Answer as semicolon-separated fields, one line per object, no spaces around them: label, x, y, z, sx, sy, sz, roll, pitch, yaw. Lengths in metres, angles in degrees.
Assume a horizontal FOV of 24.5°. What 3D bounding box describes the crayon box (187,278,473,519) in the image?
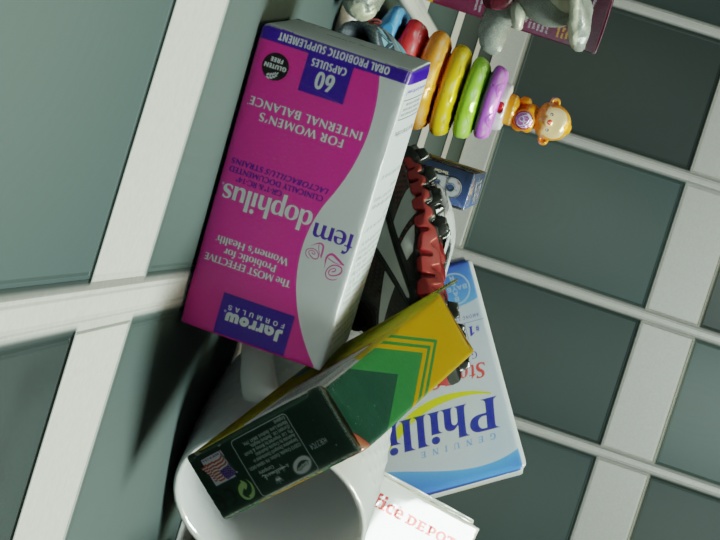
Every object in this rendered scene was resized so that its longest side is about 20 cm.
crayon box;-0.009;0.081;1.097;0.127;0.051;0.200;-30;-177;35

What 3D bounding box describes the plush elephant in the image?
plush elephant;0.112;-0.240;1.300;0.199;0.155;0.165;-29;-157;30

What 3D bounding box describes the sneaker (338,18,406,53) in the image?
sneaker;-0.020;-0.105;1.295;0.096;0.079;0.202;53;47;-65

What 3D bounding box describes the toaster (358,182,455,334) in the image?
toaster;0.000;0.000;1.370;0.114;0.128;0.202;68;38;-70

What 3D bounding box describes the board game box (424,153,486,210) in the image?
board game box;0.044;-0.095;1.530;0.200;0.134;0.035;-24;132;-82

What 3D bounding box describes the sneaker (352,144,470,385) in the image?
sneaker;0.023;-0.005;1.247;0.071;0.097;0.202;67;15;-62

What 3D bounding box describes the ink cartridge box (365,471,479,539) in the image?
ink cartridge box;-0.014;0.266;1.377;0.201;0.146;0.083;-63;-155;-10

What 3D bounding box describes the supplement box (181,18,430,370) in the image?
supplement box;-0.034;-0.052;1.084;0.103;0.100;0.202;-47;154;-76

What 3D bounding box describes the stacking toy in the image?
stacking toy;0.099;-0.160;1.535;0.110;0.198;0.117;-29;138;-82

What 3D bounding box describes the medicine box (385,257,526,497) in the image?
medicine box;0.042;0.113;1.543;0.103;0.181;0.202;73;2;-79

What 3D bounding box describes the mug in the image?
mug;-0.052;0.101;1.250;0.176;0.146;0.201;-69;152;-52

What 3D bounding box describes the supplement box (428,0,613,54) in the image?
supplement box;0.181;-0.322;1.812;0.111;0.198;0.086;-64;171;-57
